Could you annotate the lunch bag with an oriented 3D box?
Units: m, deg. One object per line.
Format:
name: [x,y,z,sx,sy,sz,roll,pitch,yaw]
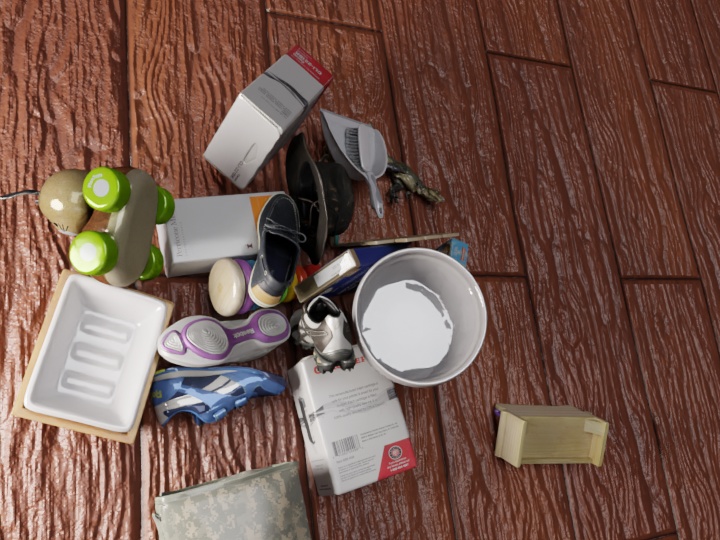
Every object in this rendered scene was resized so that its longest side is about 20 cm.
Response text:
lunch bag: [-0.173,0.362,0.931,0.197,0.117,0.167,-5,76,-32]

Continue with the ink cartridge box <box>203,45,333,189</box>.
ink cartridge box: [-0.143,-0.243,1.097,0.083,0.144,0.201,38,42,-8]

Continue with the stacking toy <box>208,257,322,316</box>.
stacking toy: [-0.132,0.022,1.083,0.198,0.085,0.087,-1,73,-43]

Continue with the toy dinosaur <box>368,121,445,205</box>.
toy dinosaur: [0.065,-0.176,1.272,0.200,0.047,0.088,45,45,-5]

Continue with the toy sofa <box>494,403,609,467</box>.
toy sofa: [0.330,0.292,1.231,0.197,0.097,0.084,6,95,-24]

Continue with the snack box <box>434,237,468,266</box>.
snack box: [0.129,0.058,1.181,0.037,0.116,0.203,19,65,-19]

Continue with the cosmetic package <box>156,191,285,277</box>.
cosmetic package: [-0.208,-0.059,1.083,0.197,0.071,0.103,-9,77,-27]

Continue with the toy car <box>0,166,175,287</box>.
toy car: [-0.382,-0.072,0.942,0.197,0.164,0.161,11,88,10]

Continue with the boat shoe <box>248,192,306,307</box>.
boat shoe: [-0.118,-0.040,1.029,0.074,0.062,0.202,27,47,-23]

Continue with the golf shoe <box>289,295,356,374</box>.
golf shoe: [-0.057,0.076,1.037,0.077,0.200,0.096,-10,108,-22]

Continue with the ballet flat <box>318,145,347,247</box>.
ballet flat: [-0.058,-0.134,1.192,0.071,0.068,0.203,10,67,-1]

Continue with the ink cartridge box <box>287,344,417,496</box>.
ink cartridge box: [-0.015,0.225,1.073,0.142,0.084,0.203,-10,78,-28]

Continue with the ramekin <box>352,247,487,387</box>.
ramekin: [0.081,0.077,1.041,0.196,0.105,0.204,2,75,-8]

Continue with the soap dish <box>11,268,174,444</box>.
soap dish: [-0.358,0.118,0.944,0.155,0.081,0.203,19,66,-19]

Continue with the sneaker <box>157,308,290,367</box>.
sneaker: [-0.199,0.111,1.005,0.197,0.100,0.076,-3,63,-36]

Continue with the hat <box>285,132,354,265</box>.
hat: [-0.054,-0.114,1.083,0.080,0.201,0.204,-9,77,-18]

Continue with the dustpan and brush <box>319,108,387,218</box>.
dustpan and brush: [0.005,-0.177,1.171,0.138,0.057,0.204,7,70,-45]

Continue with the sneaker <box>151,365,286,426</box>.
sneaker: [-0.204,0.181,1.006,0.196,0.074,0.084,1,74,-18]

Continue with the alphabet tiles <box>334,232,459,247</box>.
alphabet tiles: [0.066,-0.051,1.144,0.165,0.199,0.008,-7,94,-27]

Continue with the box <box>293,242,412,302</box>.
box: [0.000,0.000,1.093,0.199,0.120,0.033,-12,72,-57]
